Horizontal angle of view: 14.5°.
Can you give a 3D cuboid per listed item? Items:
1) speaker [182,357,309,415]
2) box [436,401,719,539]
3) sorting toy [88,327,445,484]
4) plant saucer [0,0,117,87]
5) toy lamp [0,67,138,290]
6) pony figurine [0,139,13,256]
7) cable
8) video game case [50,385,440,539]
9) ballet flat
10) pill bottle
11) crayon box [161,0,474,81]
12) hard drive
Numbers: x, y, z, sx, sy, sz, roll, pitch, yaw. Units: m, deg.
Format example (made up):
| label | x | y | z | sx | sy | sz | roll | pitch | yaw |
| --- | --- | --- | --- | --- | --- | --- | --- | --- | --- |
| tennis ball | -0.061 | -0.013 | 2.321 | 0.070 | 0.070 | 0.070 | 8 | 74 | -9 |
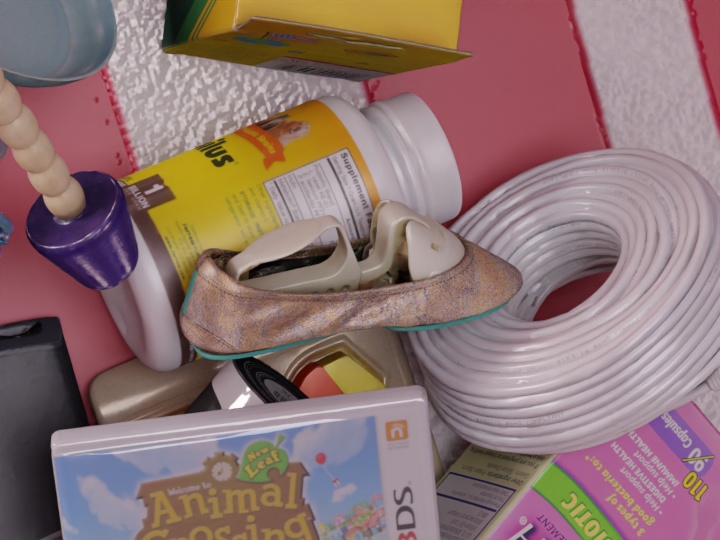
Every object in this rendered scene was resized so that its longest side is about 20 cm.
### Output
| label | x | y | z | sx | sy | sz | roll | pitch | yaw |
| --- | --- | --- | --- | --- | --- | --- | --- | --- | --- |
| speaker | -0.102 | 0.145 | 1.553 | 0.081 | 0.081 | 0.200 | 38 | 101 | -14 |
| box | 0.133 | 0.170 | 1.634 | 0.200 | 0.097 | 0.176 | -47 | 111 | -15 |
| sorting toy | -0.040 | 0.123 | 1.626 | 0.184 | 0.036 | 0.201 | -22 | 97 | -16 |
| plant saucer | -0.218 | -0.166 | 1.505 | 0.200 | 0.200 | 0.027 | 35 | 118 | -15 |
| toy lamp | -0.169 | -0.066 | 1.436 | 0.058 | 0.058 | 0.200 | -40 | 133 | -13 |
| pony figurine | -0.252 | -0.045 | 1.478 | 0.166 | 0.200 | 0.193 | -27 | 68 | -9 |
| cable | 0.120 | 0.016 | 1.590 | 0.200 | 0.200 | 0.069 | -31 | 126 | 1 |
| video game case | -0.055 | 0.160 | 1.508 | 0.199 | 0.022 | 0.183 | -7 | 108 | -4 |
| ballet flat | 0.000 | 0.000 | 1.514 | 0.199 | 0.068 | 0.068 | -12 | 121 | -25 |
| pill bottle | -0.047 | -0.028 | 1.584 | 0.199 | 0.109 | 0.110 | -23 | 98 | -16 |
| crayon box | -0.023 | -0.140 | 1.542 | 0.126 | 0.200 | 0.051 | 8 | 89 | -18 |
| hard drive | -0.241 | 0.112 | 1.559 | 0.199 | 0.042 | 0.135 | -17 | 96 | -17 |
